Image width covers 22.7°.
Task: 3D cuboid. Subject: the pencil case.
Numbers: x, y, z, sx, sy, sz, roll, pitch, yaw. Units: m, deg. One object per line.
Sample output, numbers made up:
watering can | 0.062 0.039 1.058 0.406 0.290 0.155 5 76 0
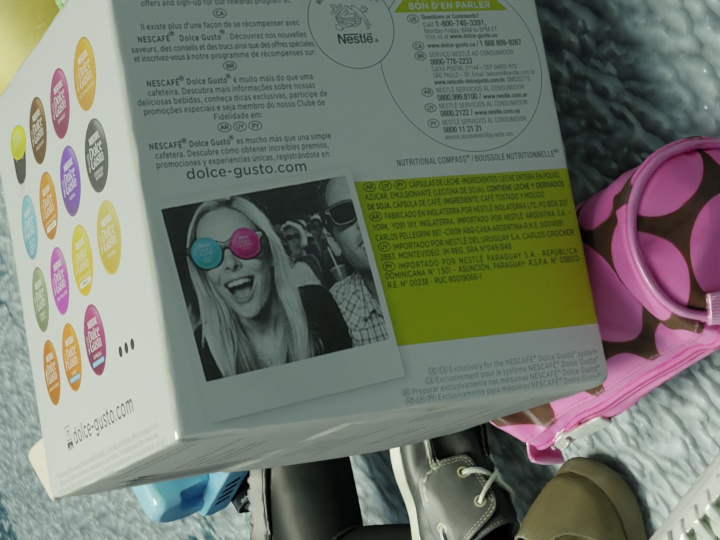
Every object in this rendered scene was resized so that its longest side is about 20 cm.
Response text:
pencil case | 0.118 0.019 0.817 0.200 0.090 0.094 129 145 -62

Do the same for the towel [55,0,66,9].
towel | -0.090 -0.141 0.992 0.031 0.149 0.201 -31 86 54

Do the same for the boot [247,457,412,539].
boot | 0.010 0.167 1.115 0.162 0.073 0.199 -1 78 31

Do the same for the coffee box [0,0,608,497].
coffee box | -0.037 -0.018 0.809 0.200 0.199 0.199 -29 70 62

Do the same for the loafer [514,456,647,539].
loafer | 0.125 0.200 0.973 0.076 0.067 0.201 9 120 59

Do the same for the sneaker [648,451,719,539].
sneaker | 0.171 0.123 0.814 0.076 0.080 0.200 53 150 26

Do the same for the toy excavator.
toy excavator | -0.139 0.128 1.245 0.100 0.200 0.195 56 152 15

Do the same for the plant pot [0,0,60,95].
plant pot | -0.142 -0.121 1.090 0.142 0.200 0.200 39 152 -3

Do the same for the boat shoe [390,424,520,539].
boat shoe | 0.063 0.130 1.013 0.067 0.072 0.201 -11 84 45
